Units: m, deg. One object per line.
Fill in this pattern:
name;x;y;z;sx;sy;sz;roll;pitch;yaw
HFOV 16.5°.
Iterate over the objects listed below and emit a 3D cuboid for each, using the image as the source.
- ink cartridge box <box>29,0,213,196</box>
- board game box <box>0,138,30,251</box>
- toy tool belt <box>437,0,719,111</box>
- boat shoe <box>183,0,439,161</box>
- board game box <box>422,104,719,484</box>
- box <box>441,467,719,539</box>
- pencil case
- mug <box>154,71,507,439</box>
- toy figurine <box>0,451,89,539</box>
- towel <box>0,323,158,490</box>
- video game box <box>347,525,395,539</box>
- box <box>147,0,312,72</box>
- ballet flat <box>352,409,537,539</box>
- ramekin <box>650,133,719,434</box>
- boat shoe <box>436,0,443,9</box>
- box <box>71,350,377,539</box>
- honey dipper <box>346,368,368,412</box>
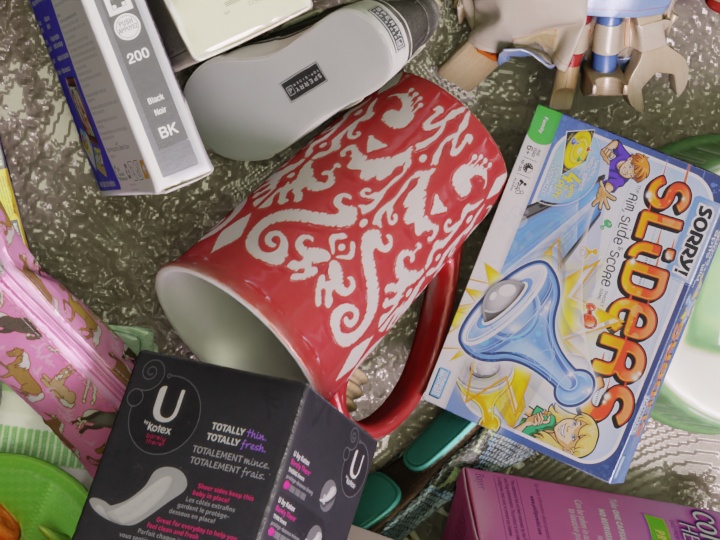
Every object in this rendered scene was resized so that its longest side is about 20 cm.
ink cartridge box;-0.159;-0.142;1.483;0.043;0.198;0.200;-24;97;-13
board game box;-0.324;-0.080;1.529;0.200;0.062;0.200;-14;96;-6
toy tool belt;0.155;-0.160;1.584;0.200;0.125;0.123;6;124;-6
boat shoe;-0.029;-0.121;1.528;0.064;0.200;0.071;-35;102;-43
board game box;0.137;0.014;1.537;0.135;0.034;0.200;23;96;21
box;0.142;0.237;1.572;0.200;0.097;0.176;10;115;-10
pencil case;-0.186;0.047;1.498;0.083;0.087;0.200;-32;115;20
mug;-0.009;-0.007;1.546;0.133;0.178;0.200;30;64;28
toy figurine;-0.220;0.206;1.454;0.150;0.184;0.200;-45;82;8
towel;-0.215;0.127;1.578;0.152;0.023;0.200;7;93;-8
video game box;0.035;0.261;1.504;0.047;0.200;0.183;-22;119;-48
box;-0.092;-0.177;1.488;0.078;0.200;0.095;-26;98;-6
ballet flat;0.037;0.150;1.599;0.200;0.074;0.074;-38;98;-2
ramekin;0.245;0.012;1.603;0.200;0.098;0.200;0;93;-9
boat shoe;-0.013;-0.244;1.562;0.201;0.072;0.066;41;92;-4
box;-0.088;0.163;1.430;0.122;0.106;0.200;11;73;29
honey dipper;-0.049;0.151;1.573;0.038;0.038;0.200;26;75;-9
